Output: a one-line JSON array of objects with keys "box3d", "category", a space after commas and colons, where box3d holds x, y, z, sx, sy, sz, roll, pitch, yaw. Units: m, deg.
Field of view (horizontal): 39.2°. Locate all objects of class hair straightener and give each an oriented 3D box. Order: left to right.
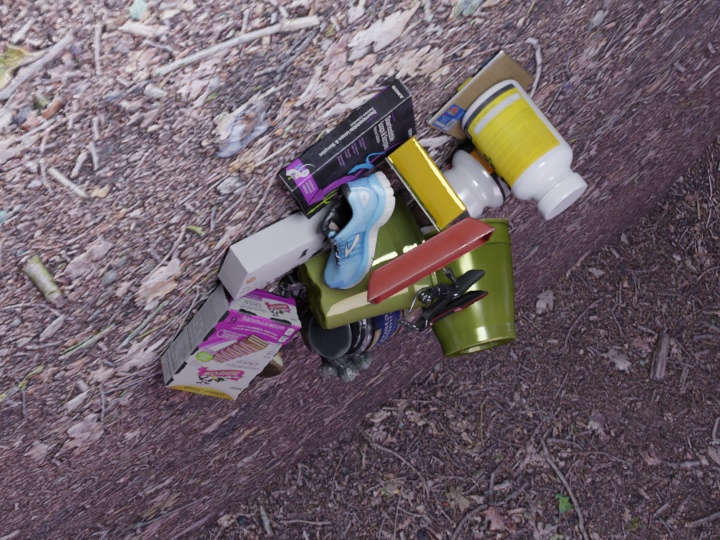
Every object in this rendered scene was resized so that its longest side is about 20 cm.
[{"box3d": [0.123, 0.034, 1.546, 0.198, 0.078, 0.041, -24, -158, -39], "category": "hair straightener"}]

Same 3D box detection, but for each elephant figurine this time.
[{"box3d": [-0.062, 0.105, 1.885, 0.200, 0.153, 0.143, 48, 59, -41], "category": "elephant figurine"}]

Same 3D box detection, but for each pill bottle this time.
[{"box3d": [-0.009, 0.088, 1.758, 0.112, 0.112, 0.199, -44, 170, 26], "category": "pill bottle"}, {"box3d": [0.224, -0.179, 1.676, 0.200, 0.117, 0.117, -42, 167, -9], "category": "pill bottle"}, {"box3d": [0.250, -0.180, 1.529, 0.111, 0.201, 0.112, -33, 166, -10], "category": "pill bottle"}]

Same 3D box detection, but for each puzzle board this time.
[{"box3d": [0.186, -0.266, 1.551, 0.150, 0.018, 0.199, -42, 165, 17], "category": "puzzle board"}]

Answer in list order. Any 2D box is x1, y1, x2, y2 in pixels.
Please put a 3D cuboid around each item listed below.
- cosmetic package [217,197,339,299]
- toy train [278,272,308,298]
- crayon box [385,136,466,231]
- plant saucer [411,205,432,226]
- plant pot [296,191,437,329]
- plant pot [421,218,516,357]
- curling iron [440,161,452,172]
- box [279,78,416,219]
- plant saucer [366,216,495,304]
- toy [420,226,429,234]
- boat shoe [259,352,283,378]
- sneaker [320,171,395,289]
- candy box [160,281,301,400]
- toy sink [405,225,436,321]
[{"box3d": [-0.108, -0.035, 1.462, 0.198, 0.051, 0.083, -30, 163, -33], "category": "cosmetic package"}, {"box3d": [-0.047, 0.014, 1.704, 0.197, 0.034, 0.046, -8, 130, -31], "category": "toy train"}, {"box3d": [0.096, -0.124, 1.441, 0.051, 0.127, 0.200, -36, -179, 8], "category": "crayon box"}, {"box3d": [0.172, -0.136, 1.818, 0.199, 0.037, 0.200, -34, 174, -4], "category": "plant saucer"}, {"box3d": [0.000, 0.000, 1.608, 0.181, 0.203, 0.201, -23, 163, -12], "category": "plant pot"}, {"box3d": [0.181, 0.038, 1.710, 0.196, 0.197, 0.201, -14, 168, -3], "category": "plant pot"}, {"box3d": [0.206, -0.211, 1.754, 0.199, 0.026, 0.050, -37, 172, -6], "category": "curling iron"}, {"box3d": [-0.012, -0.158, 1.349, 0.199, 0.036, 0.143, -40, 167, -3], "category": "box"}, {"box3d": [0.094, -0.016, 1.439, 0.197, 0.037, 0.200, -30, 174, 3], "category": "plant saucer"}, {"box3d": [0.018, -0.031, 1.771, 0.197, 0.048, 0.116, -9, 140, -30], "category": "toy"}, {"box3d": [-0.192, 0.110, 1.679, 0.070, 0.077, 0.200, -13, 150, 13], "category": "boat shoe"}, {"box3d": [-0.024, -0.056, 1.430, 0.088, 0.079, 0.202, -6, 135, -29], "category": "sneaker"}, {"box3d": [-0.202, 0.111, 1.553, 0.135, 0.062, 0.200, 16, 131, -36], "category": "candy box"}, {"box3d": [0.098, 0.010, 1.923, 0.200, 0.112, 0.130, -43, -177, 21], "category": "toy sink"}]
